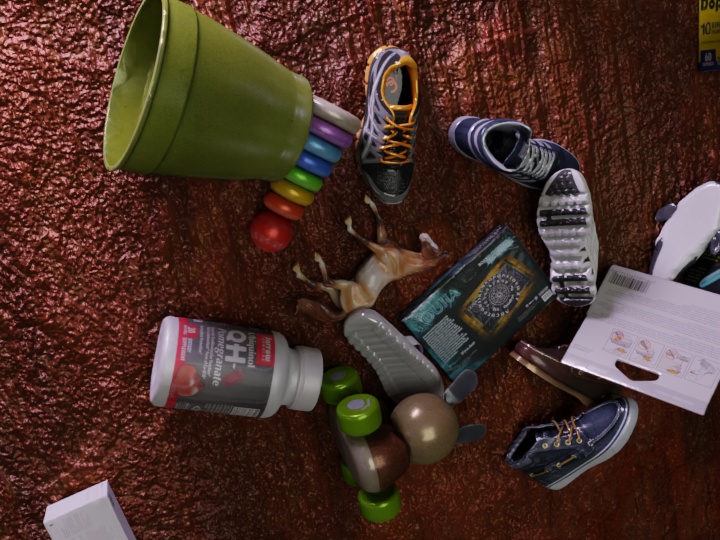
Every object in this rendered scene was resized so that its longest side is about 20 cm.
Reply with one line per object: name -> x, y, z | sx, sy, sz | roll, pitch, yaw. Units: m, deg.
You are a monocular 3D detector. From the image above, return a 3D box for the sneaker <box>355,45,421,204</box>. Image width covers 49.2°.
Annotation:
sneaker -> 0.039, -0.182, 0.993 | 0.078, 0.077, 0.200 | -6, 104, -16

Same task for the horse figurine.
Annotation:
horse figurine -> 0.000, 0.000, 1.031 | 0.200, 0.050, 0.133 | -45, 109, -3

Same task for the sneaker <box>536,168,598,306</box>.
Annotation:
sneaker -> 0.292, -0.052, 1.081 | 0.081, 0.075, 0.200 | -47, 133, -46

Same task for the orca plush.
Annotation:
orca plush -> 0.487, -0.032, 1.157 | 0.071, 0.105, 0.200 | 8, 97, -49

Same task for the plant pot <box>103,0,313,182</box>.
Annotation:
plant pot -> -0.164, -0.184, 0.886 | 0.193, 0.200, 0.201 | 14, 97, -30

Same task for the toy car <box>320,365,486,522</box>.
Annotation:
toy car -> 0.067, 0.202, 1.034 | 0.200, 0.158, 0.164 | -18, 114, -12

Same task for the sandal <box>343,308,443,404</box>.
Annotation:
sandal -> 0.053, 0.115, 1.065 | 0.082, 0.050, 0.203 | -20, 124, 25

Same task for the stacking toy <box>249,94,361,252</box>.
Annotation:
stacking toy -> -0.078, -0.113, 0.974 | 0.085, 0.085, 0.200 | 24, 97, -19

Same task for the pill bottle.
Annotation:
pill bottle -> -0.153, 0.124, 0.980 | 0.200, 0.111, 0.111 | 10, 98, -18

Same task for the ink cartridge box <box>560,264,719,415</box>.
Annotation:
ink cartridge box -> 0.403, 0.096, 1.072 | 0.176, 0.200, 0.045 | -56, 142, -18

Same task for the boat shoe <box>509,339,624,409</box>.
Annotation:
boat shoe -> 0.303, 0.141, 1.138 | 0.200, 0.070, 0.070 | 29, 99, -28

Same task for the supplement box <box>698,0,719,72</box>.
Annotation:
supplement box -> 0.546, -0.381, 1.082 | 0.109, 0.109, 0.200 | -8, 103, -15

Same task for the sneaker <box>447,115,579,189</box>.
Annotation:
sneaker -> 0.221, -0.149, 1.034 | 0.200, 0.108, 0.070 | 16, 97, -18

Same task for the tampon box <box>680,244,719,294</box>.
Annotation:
tampon box -> 0.575, 0.008, 1.146 | 0.126, 0.150, 0.200 | 14, 97, -18

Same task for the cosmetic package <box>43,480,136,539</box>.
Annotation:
cosmetic package -> -0.325, 0.378, 1.012 | 0.082, 0.051, 0.200 | -23, 106, -13

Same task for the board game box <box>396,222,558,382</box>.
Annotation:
board game box -> 0.166, 0.048, 1.100 | 0.200, 0.028, 0.135 | -41, 108, -4

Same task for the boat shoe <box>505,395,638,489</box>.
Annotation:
boat shoe -> 0.299, 0.239, 1.121 | 0.091, 0.071, 0.200 | 27, 122, -17
